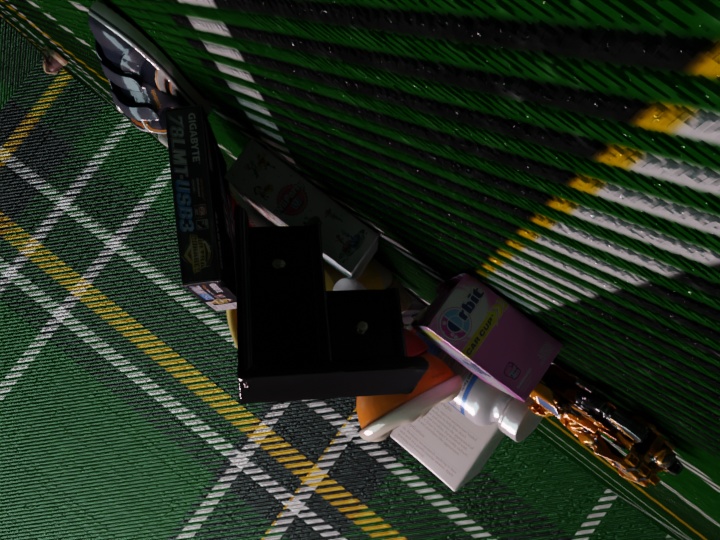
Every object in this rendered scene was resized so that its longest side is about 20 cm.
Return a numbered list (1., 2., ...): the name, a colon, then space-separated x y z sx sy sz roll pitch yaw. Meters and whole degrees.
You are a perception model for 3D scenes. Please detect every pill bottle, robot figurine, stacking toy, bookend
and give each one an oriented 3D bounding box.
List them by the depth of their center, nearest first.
1. robot figurine: 0.250 0.162 0.759 0.145 0.058 0.200 39 177 -35
2. bookend: -0.041 0.035 0.783 0.197 0.201 0.092 -1 154 -10
3. stacking toy: 0.025 0.098 0.883 0.202 0.145 0.146 62 -178 14
4. pill bottle: 0.156 0.138 0.948 0.199 0.113 0.112 35 176 32

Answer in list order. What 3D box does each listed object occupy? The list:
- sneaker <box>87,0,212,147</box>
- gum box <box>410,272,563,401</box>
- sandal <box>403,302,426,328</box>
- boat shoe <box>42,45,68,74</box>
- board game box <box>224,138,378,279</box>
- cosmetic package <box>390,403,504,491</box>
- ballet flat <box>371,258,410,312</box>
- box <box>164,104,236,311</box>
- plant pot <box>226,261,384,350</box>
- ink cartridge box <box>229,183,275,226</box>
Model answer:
1. sneaker: -0.245 -0.208 0.786 0.078 0.080 0.200 37 175 29
2. gum box: 0.122 0.067 0.737 0.113 0.066 0.200 36 176 2
3. sandal: 0.032 0.089 1.222 0.198 0.043 0.076 -1 158 -25
4. boat shoe: -0.996 -0.670 2.250 0.072 0.072 0.200 40 175 -39
5. board game box: -0.072 -0.072 0.921 0.199 0.065 0.148 36 175 4
6. cosmetic package: 0.195 0.280 1.352 0.164 0.201 0.165 37 -168 23
7. ballet flat: 0.000 0.000 1.138 0.199 0.068 0.068 34 151 29
8. box: -0.182 -0.064 0.836 0.199 0.049 0.203 105 156 -78
9. plant pot: -0.069 0.054 1.051 0.200 0.202 0.188 35 -142 25
10. ink cartridge box: -0.170 -0.071 1.046 0.117 0.067 0.199 53 -154 15
